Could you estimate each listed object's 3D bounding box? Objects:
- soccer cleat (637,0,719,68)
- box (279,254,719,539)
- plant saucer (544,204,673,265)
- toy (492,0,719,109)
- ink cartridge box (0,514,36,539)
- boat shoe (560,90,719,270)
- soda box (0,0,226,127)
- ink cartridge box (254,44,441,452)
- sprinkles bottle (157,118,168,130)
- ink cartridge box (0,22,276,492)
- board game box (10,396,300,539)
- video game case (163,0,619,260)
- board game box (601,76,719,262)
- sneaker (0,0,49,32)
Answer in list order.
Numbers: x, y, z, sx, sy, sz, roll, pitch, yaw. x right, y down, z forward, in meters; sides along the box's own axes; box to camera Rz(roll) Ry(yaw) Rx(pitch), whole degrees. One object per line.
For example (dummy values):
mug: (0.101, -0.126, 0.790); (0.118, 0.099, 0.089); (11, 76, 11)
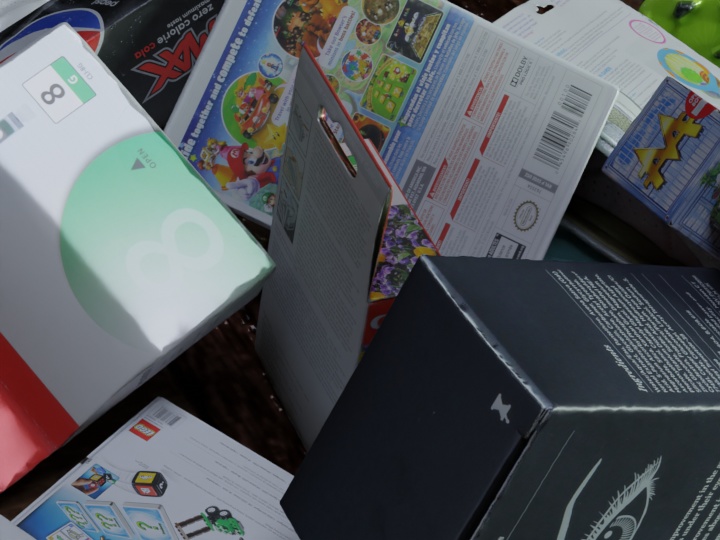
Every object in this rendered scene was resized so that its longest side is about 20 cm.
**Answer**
soccer cleat: (0.259, -0.129, 1.594); (0.200, 0.068, 0.081); (13, 23, 0)
box: (0.090, 0.082, 1.203); (0.200, 0.148, 0.104); (4, 36, -42)
plant saucer: (0.116, -0.045, 1.486); (0.200, 0.027, 0.200); (7, 41, -6)
toy: (0.167, -0.080, 1.478); (0.200, 0.047, 0.115); (32, 31, 13)
ink cartridge box: (-0.126, 0.190, 1.139); (0.200, 0.059, 0.104); (32, 45, 21)
boat shoe: (0.127, -0.042, 1.412); (0.202, 0.074, 0.065); (34, 45, 13)
soda box: (-0.152, -0.091, 1.378); (0.200, 0.071, 0.063); (-35, 35, -14)
ink cartridge box: (0.000, 0.000, 1.275); (0.050, 0.200, 0.109); (-10, 46, -22)
sprinkles bottle: (-0.096, -0.045, 1.405); (0.068, 0.068, 0.200); (18, 42, 7)
ink cartridge box: (-0.165, 0.001, 1.271); (0.200, 0.050, 0.161); (-38, 82, -23)
board game box: (-0.050, 0.145, 1.226); (0.200, 0.035, 0.126); (30, 43, 20)
video game case: (0.013, -0.072, 1.364); (0.200, 0.018, 0.143); (26, 85, -8)
board game box: (0.214, -0.009, 1.293); (0.200, 0.062, 0.200); (34, 7, -3)
sneaker: (-0.194, -0.177, 1.527); (0.115, 0.074, 0.200); (20, 43, 4)
